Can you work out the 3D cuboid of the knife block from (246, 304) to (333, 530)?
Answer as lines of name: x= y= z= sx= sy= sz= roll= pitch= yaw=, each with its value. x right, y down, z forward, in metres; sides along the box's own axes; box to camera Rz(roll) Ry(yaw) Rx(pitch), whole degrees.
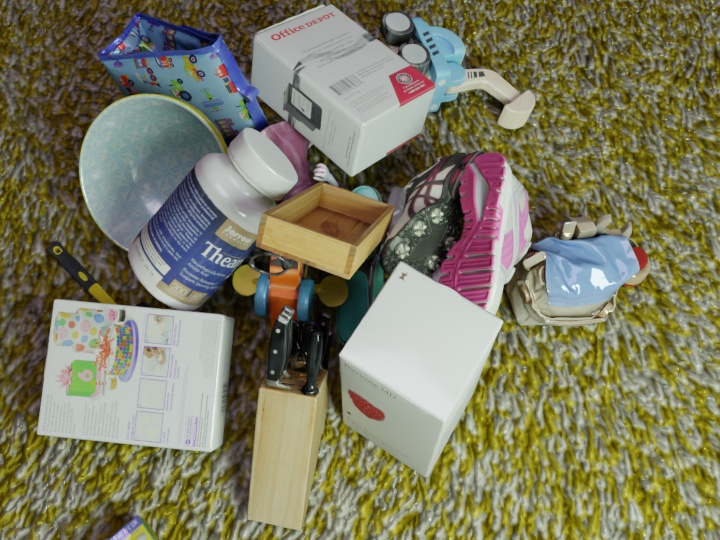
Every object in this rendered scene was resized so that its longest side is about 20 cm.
knife block: x=-0.074 y=0.146 z=0.727 sx=0.062 sy=0.177 sz=0.204 roll=9 pitch=62 yaw=6

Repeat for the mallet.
mallet: x=-0.321 y=0.020 z=0.876 sx=0.065 sy=0.041 sz=0.200 roll=-36 pitch=64 yaw=-17

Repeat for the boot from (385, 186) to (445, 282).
boot: x=0.067 y=-0.022 z=0.888 sx=0.093 sy=0.074 sz=0.204 roll=2 pitch=55 yaw=11

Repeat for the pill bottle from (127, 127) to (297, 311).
pill bottle: x=-0.164 y=-0.059 z=0.796 sx=0.200 sy=0.110 sz=0.112 roll=-44 pitch=64 yaw=17

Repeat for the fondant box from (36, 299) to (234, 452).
fondant box: x=-0.247 y=0.116 z=0.782 sx=0.194 sy=0.058 sz=0.149 roll=5 pitch=84 yaw=1

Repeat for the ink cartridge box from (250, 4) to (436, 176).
ink cartridge box: x=-0.026 y=-0.235 z=0.893 sx=0.199 sy=0.084 sz=0.144 roll=42 pitch=54 yaw=20

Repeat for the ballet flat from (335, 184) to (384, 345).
ballet flat: x=0.000 y=0.000 z=0.862 sx=0.065 sy=0.070 sz=0.206 roll=-1 pitch=74 yaw=12

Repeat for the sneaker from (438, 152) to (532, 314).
sneaker: x=0.152 y=-0.023 z=0.792 sx=0.080 sy=0.087 sz=0.205 roll=8 pitch=82 yaw=50

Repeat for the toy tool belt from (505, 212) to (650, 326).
toy tool belt: x=0.275 y=-0.007 z=0.842 sx=0.195 sy=0.124 sz=0.127 roll=-15 pitch=62 yaw=-9

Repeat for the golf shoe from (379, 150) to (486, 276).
golf shoe: x=0.081 y=-0.066 z=0.841 sx=0.087 sy=0.078 sz=0.200 roll=18 pitch=55 yaw=45

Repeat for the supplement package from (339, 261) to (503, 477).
supplement package: x=0.056 y=0.110 z=0.734 sx=0.119 sy=0.202 sz=0.121 roll=29 pitch=64 yaw=16

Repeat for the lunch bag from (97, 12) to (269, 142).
lunch bag: x=-0.216 y=-0.240 z=0.918 sx=0.196 sy=0.152 sz=0.095 roll=15 pitch=60 yaw=29

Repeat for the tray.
tray: x=-0.029 y=-0.048 z=0.744 sx=0.096 sy=0.038 sz=0.200 roll=19 pitch=18 yaw=8

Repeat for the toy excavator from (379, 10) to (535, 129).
toy excavator: x=0.135 y=-0.285 z=1.015 sx=0.195 sy=0.101 sz=0.198 roll=-13 pitch=63 yaw=-17

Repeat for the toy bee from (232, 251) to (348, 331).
toy bee: x=-0.073 y=0.004 z=0.795 sx=0.128 sy=0.201 sz=0.111 roll=19 pitch=55 yaw=-13

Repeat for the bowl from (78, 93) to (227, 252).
bowl: x=-0.246 y=-0.125 z=0.899 sx=0.194 sy=0.206 sz=0.108 roll=6 pitch=18 yaw=3

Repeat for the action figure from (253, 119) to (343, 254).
action figure: x=-0.085 y=-0.090 z=0.917 sx=0.132 sy=0.149 sz=0.203 roll=-31 pitch=84 yaw=9

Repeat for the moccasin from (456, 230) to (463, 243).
moccasin: x=0.140 y=0.006 z=0.859 sx=0.072 sy=0.078 sz=0.205 roll=18 pitch=63 yaw=10

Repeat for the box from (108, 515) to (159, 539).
box: x=-0.207 y=0.362 z=0.685 sx=0.117 sy=0.049 sz=0.200 roll=-38 pitch=70 yaw=-18
